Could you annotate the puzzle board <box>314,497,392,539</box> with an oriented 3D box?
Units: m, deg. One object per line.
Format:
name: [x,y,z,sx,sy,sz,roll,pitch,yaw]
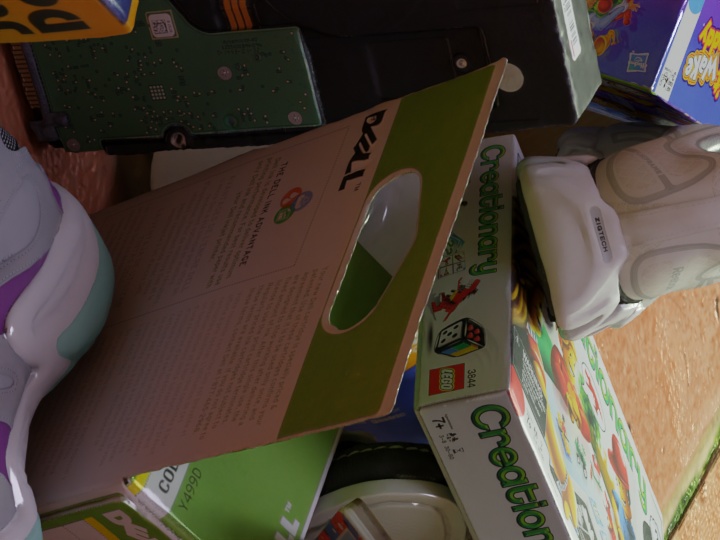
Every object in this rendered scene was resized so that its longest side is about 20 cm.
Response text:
puzzle board: [0.019,0.161,0.805,0.017,0.151,0.200,-34,171,-21]

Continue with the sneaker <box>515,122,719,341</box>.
sneaker: [0.108,-0.020,0.877,0.200,0.081,0.075,-39,112,-77]

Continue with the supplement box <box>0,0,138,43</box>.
supplement box: [-0.119,-0.178,0.729,0.109,0.109,0.200,43,51,-56]

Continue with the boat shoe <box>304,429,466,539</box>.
boat shoe: [-0.016,0.087,0.884,0.200,0.074,0.060,127,-32,-64]

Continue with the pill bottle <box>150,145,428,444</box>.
pill bottle: [0.000,0.000,0.969,0.200,0.112,0.112,47,48,-55]

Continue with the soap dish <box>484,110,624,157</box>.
soap dish: [0.097,-0.073,1.075,0.081,0.200,0.158,0,73,-31]

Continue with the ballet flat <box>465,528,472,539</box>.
ballet flat: [0.038,0.134,0.944,0.200,0.067,0.068,-59,159,-11]

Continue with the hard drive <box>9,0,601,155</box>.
hard drive: [-0.031,-0.109,0.807,0.038,0.200,0.140,-55,136,-55]

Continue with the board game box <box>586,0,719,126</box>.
board game box: [0.053,-0.101,0.940,0.134,0.200,0.045,20,90,-61]

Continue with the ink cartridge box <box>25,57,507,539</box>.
ink cartridge box: [-0.029,0.033,0.791,0.076,0.200,0.148,46,45,-29]

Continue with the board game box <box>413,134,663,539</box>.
board game box: [0.066,0.069,0.865,0.126,0.035,0.200,-85,157,-48]

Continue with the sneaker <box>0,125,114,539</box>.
sneaker: [-0.144,0.022,0.717,0.140,0.078,0.200,60,28,-42]
